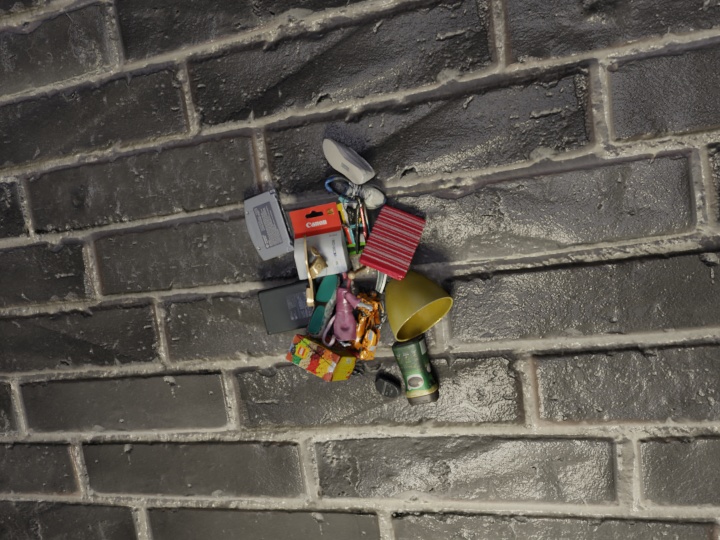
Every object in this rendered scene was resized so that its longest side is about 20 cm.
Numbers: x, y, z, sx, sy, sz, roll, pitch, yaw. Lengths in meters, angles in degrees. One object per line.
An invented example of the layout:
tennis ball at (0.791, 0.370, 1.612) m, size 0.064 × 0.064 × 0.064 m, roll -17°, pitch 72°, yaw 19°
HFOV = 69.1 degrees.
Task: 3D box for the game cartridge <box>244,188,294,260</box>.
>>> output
game cartridge at (-0.296, -0.143, 1.673) m, size 0.130 × 0.041 × 0.204 m, roll -17°, pitch 94°, yaw 13°

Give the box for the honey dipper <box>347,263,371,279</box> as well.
honey dipper at (0.000, 0.000, 1.527) m, size 0.037 × 0.200 × 0.039 m, roll 3°, pitch 101°, yaw 14°

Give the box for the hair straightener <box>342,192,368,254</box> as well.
hair straightener at (-0.019, -0.135, 1.526) m, size 0.075 × 0.041 × 0.203 m, roll -2°, pitch 126°, yaw 12°

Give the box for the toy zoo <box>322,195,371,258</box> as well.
toy zoo at (-0.035, -0.131, 1.572) m, size 0.128 × 0.021 × 0.204 m, roll -8°, pitch 119°, yaw 16°

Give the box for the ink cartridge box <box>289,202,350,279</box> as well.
ink cartridge box at (-0.126, -0.085, 1.552) m, size 0.156 × 0.047 × 0.205 m, roll -9°, pitch 104°, yaw 18°

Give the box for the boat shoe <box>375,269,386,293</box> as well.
boat shoe at (0.058, -0.036, 1.570) m, size 0.060 × 0.073 × 0.205 m, roll 8°, pitch 93°, yaw 2°

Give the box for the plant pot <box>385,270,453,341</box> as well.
plant pot at (0.150, 0.086, 1.523) m, size 0.199 × 0.199 × 0.143 m, roll -41°, pitch 63°, yaw 17°

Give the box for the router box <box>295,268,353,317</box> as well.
router box at (-0.127, 0.055, 1.642) m, size 0.148 × 0.062 × 0.204 m, roll 26°, pitch 104°, yaw 11°

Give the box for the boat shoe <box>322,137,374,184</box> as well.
boat shoe at (-0.034, -0.331, 1.553) m, size 0.199 × 0.068 × 0.073 m, roll 40°, pitch 136°, yaw 31°

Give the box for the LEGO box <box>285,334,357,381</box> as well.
LEGO box at (-0.109, 0.255, 1.530) m, size 0.146 × 0.200 × 0.079 m, roll 23°, pitch 87°, yaw 18°

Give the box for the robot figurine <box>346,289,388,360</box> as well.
robot figurine at (0.016, 0.160, 1.592) m, size 0.144 × 0.057 × 0.205 m, roll 26°, pitch 112°, yaw 47°

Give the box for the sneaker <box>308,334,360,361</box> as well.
sneaker at (-0.093, 0.248, 1.657) m, size 0.195 × 0.074 × 0.089 m, roll 6°, pitch 99°, yaw 14°

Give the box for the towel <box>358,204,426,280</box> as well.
towel at (0.094, -0.083, 1.516) m, size 0.142 × 0.023 × 0.203 m, roll 21°, pitch 69°, yaw 9°

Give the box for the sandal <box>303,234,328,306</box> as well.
sandal at (-0.127, -0.002, 1.524) m, size 0.068 × 0.078 × 0.217 m, roll -3°, pitch 105°, yaw -5°

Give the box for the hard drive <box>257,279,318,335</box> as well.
hard drive at (-0.216, 0.114, 1.626) m, size 0.196 × 0.033 × 0.143 m, roll -13°, pitch 94°, yaw 17°

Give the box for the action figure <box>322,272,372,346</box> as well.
action figure at (-0.052, 0.106, 1.520) m, size 0.146 × 0.133 × 0.205 m, roll -5°, pitch 100°, yaw -29°

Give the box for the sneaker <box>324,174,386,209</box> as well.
sneaker at (-0.020, -0.231, 1.558) m, size 0.196 × 0.085 × 0.079 m, roll 17°, pitch 103°, yaw 11°

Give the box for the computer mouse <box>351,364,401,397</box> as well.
computer mouse at (0.042, 0.344, 1.662) m, size 0.197 × 0.034 × 0.060 m, roll 25°, pitch 121°, yaw 16°

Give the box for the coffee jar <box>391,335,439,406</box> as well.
coffee jar at (0.170, 0.306, 1.587) m, size 0.102 × 0.085 × 0.204 m, roll -15°, pitch 93°, yaw 22°

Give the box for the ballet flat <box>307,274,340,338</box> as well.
ballet flat at (-0.106, 0.109, 1.568) m, size 0.070 × 0.072 × 0.204 m, roll 17°, pitch 72°, yaw 12°
